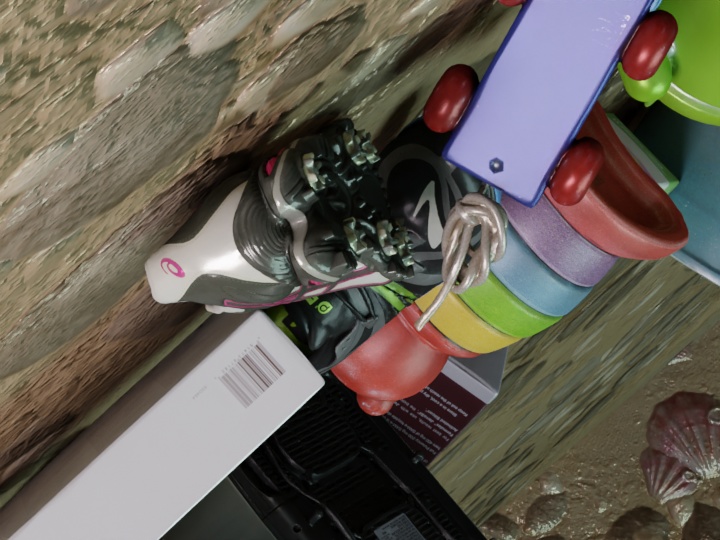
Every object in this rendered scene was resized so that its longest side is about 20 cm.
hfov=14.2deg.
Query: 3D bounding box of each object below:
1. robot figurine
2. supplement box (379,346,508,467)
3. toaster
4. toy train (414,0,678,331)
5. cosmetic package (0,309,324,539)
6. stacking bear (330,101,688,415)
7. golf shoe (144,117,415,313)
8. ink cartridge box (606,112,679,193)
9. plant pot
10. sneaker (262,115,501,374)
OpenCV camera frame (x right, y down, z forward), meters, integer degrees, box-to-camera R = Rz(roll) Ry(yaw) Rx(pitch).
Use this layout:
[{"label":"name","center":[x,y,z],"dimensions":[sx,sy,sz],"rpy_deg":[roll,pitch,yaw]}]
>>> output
[{"label":"robot figurine","center":[0.203,-0.148,1.485],"dimensions":[0.175,0.116,0.200],"rpy_deg":[-32,167,-24]},{"label":"supplement box","center":[0.013,0.095,1.835],"dimensions":[0.200,0.061,0.109],"rpy_deg":[-49,-167,30]},{"label":"toaster","center":[-0.033,0.163,1.693],"dimensions":[0.119,0.181,0.200],"rpy_deg":[-46,170,25]},{"label":"toy train","center":[0.080,-0.074,1.372],"dimensions":[0.200,0.085,0.116],"rpy_deg":[-61,176,25]},{"label":"cosmetic package","center":[-0.113,0.099,1.367],"dimensions":[0.200,0.052,0.151],"rpy_deg":[-43,-171,-5]},{"label":"stacking bear","center":[0.061,-0.002,1.602],"dimensions":[0.200,0.122,0.114],"rpy_deg":[-39,174,23]},{"label":"golf shoe","center":[-0.033,-0.020,1.300],"dimensions":[0.088,0.077,0.200],"rpy_deg":[-22,175,14]},{"label":"ink cartridge box","center":[0.114,-0.035,1.757],"dimensions":[0.117,0.067,0.200],"rpy_deg":[-44,171,13]},{"label":"plant pot","center":[0.286,-0.086,1.896],"dimensions":[0.188,0.200,0.200],"rpy_deg":[-60,166,14]},{"label":"sneaker","center":[0.000,0.000,1.452],"dimensions":[0.200,0.071,0.083],"rpy_deg":[-46,176,35]}]
